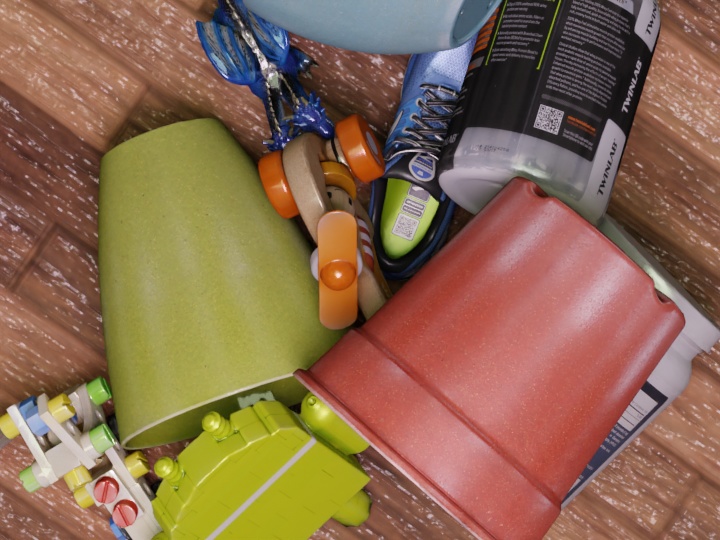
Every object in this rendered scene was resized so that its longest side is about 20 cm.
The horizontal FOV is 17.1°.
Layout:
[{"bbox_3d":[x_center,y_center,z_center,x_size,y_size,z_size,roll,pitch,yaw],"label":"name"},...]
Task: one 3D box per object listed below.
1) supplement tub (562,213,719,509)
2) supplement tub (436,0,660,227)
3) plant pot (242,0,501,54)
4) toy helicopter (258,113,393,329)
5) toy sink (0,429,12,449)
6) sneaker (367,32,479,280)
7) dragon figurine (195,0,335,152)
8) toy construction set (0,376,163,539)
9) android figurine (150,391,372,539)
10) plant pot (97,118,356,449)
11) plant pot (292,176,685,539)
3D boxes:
[{"bbox_3d":[0.143,0.071,1.695,0.140,0.140,0.200,44,97,-3],"label":"supplement tub"},{"bbox_3d":[0.135,-0.134,1.657,0.122,0.123,0.201,19,75,1],"label":"supplement tub"},{"bbox_3d":[0.033,-0.223,1.605,0.134,0.200,0.201,34,98,13],"label":"plant pot"},{"bbox_3d":[0.000,0.000,1.630,0.079,0.132,0.201,-24,107,11],"label":"toy helicopter"},{"bbox_3d":[-0.360,0.141,1.740,0.200,0.130,0.112,-39,93,8],"label":"toy sink"},{"bbox_3d":[0.053,-0.085,1.707,0.078,0.089,0.201,16,97,1],"label":"sneaker"},{"bbox_3d":[-0.079,-0.165,1.699,0.059,0.099,0.201,-31,94,6],"label":"dragon figurine"},{"bbox_3d":[-0.185,0.165,1.727,0.092,0.131,0.201,-17,103,6],"label":"toy construction set"},{"bbox_3d":[-0.073,0.158,1.704,0.182,0.200,0.041,-44,52,7],"label":"android figurine"},{"bbox_3d":[-0.110,0.002,1.698,0.186,0.187,0.201,-19,81,6],"label":"plant pot"},{"bbox_3d":[0.094,0.059,1.548,0.201,0.201,0.195,41,88,-2],"label":"plant pot"}]
